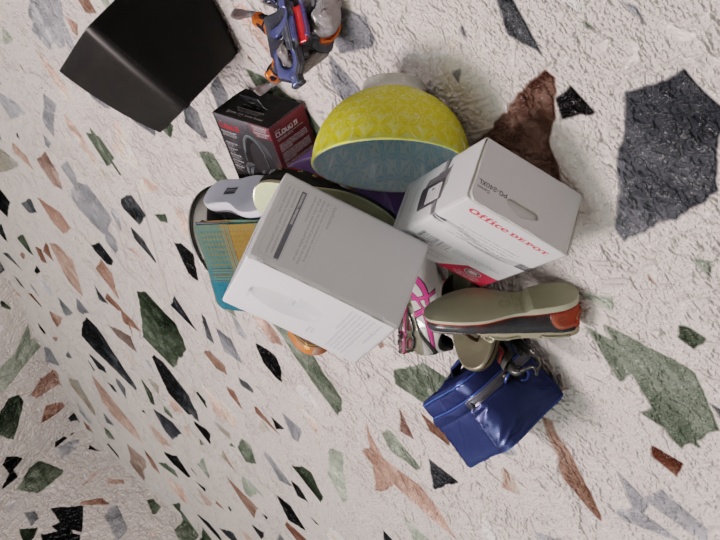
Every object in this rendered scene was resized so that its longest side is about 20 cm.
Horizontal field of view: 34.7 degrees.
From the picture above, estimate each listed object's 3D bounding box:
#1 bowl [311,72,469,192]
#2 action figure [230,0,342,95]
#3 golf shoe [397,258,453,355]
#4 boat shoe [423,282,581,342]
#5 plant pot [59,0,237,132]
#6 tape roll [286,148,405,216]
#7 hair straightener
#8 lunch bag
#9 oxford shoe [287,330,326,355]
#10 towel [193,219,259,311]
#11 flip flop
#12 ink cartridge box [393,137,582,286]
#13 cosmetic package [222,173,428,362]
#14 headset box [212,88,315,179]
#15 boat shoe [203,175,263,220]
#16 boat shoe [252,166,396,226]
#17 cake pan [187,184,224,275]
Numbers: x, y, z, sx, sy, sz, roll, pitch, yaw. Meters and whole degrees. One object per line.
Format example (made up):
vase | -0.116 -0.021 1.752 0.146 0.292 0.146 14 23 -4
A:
bowl | 0.040 -0.176 1.413 0.200 0.197 0.109 154 122 -63
action figure | -0.091 -0.333 1.512 0.192 0.104 0.203 -3 94 52
golf shoe | 0.101 0.035 1.665 0.091 0.073 0.202 3 127 3
boat shoe | 0.179 0.061 1.451 0.072 0.197 0.063 -90 -8 -51
plant pot | -0.304 -0.328 1.727 0.177 0.201 0.199 45 155 -12
tape roll | -0.028 -0.073 1.593 0.197 0.085 0.203 9 114 19
hair straightener | 0.188 0.073 1.548 0.200 0.076 0.041 50 142 44
lunch bag | 0.179 0.175 1.614 0.133 0.135 0.200 49 154 4
oxford shoe | -0.108 0.040 1.765 0.200 0.071 0.074 42 141 33
towel | -0.167 -0.007 1.733 0.198 0.022 0.149 1 111 45
flip flop | 0.135 0.032 1.511 0.081 0.057 0.203 -5 89 49
ink cartridge box | 0.148 -0.064 1.373 0.144 0.084 0.200 28 158 -17
cosmetic package | -0.047 0.003 1.441 0.198 0.124 0.199 27 159 -7
headset box | -0.131 -0.178 1.746 0.148 0.077 0.202 22 143 45
boat shoe | -0.169 -0.097 1.757 0.066 0.070 0.199 43 157 -30
boat shoe | -0.039 -0.086 1.505 0.199 0.063 0.075 17 123 13
cake pan | -0.190 -0.057 1.880 0.037 0.200 0.201 -30 98 40
